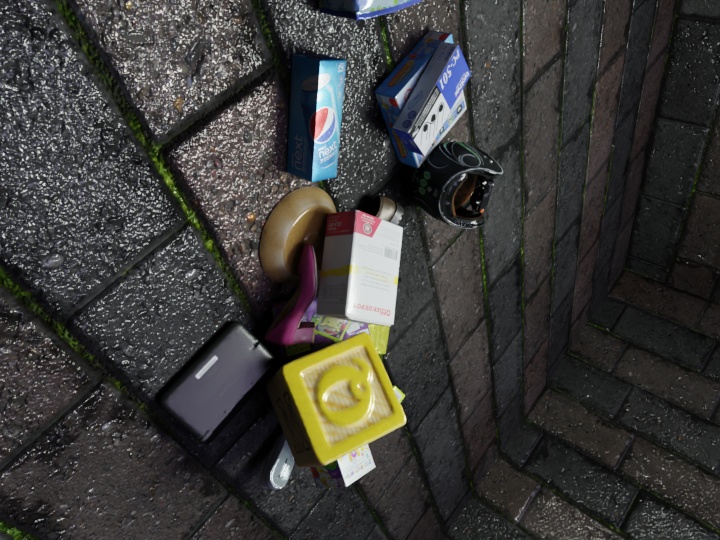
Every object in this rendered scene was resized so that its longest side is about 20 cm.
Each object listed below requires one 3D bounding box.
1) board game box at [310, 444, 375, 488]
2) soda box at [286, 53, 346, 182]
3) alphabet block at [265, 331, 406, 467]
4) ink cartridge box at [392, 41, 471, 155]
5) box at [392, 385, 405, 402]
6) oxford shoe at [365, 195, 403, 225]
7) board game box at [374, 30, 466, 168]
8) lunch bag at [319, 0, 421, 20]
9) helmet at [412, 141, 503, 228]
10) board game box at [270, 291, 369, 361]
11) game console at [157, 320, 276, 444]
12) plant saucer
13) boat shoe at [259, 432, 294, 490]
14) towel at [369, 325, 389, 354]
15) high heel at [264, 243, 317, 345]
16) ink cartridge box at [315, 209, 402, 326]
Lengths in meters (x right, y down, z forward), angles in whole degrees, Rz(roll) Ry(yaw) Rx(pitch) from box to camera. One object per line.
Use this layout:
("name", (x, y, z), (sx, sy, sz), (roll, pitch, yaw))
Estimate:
("board game box", (-0.065, 0.376, 1.246), (0.105, 0.103, 0.200), (-13, 82, -48))
("soda box", (-0.077, -0.258, 0.930), (0.064, 0.068, 0.200), (-23, 130, -44))
("alphabet block", (-0.058, 0.261, 1.090), (0.195, 0.197, 0.200), (-21, 168, -24))
("ink cartridge box", (0.144, -0.340, 1.089), (0.200, 0.044, 0.094), (-61, 148, -4))
("box", (0.008, 0.330, 1.348), (0.048, 0.200, 0.122), (48, 64, -22))
("oxford shoe", (0.004, -0.073, 1.177), (0.084, 0.073, 0.200), (31, 89, -33))
("board game box", (0.134, -0.358, 1.154), (0.200, 0.056, 0.196), (-51, 144, -18))
("lunch bag", (0.030, -0.504, 0.858), (0.200, 0.127, 0.170), (-27, 133, -28))
("helmet", (0.216, -0.201, 1.250), (0.200, 0.191, 0.200), (-8, 123, -12))
("board game box", (-0.078, 0.103, 1.123), (0.200, 0.032, 0.120), (-13, 114, -24))
("game console", (-0.265, 0.217, 1.042), (0.200, 0.116, 0.176), (-49, 113, -22))
("plant saucer", (-0.105, -0.060, 1.053), (0.200, 0.035, 0.200), (-32, 135, -38))
("boat shoe", (-0.173, 0.403, 1.248), (0.074, 0.067, 0.200), (52, 43, -17))
("towel", (0.032, 0.088, 1.217), (0.086, 0.018, 0.200), (5, 92, -36))
("high heel", (-0.131, 0.048, 1.029), (0.096, 0.067, 0.200), (2, 100, -7))
("ink cartridge box", (0.000, 0.000, 1.054), (0.145, 0.083, 0.200), (16, 77, -48))
